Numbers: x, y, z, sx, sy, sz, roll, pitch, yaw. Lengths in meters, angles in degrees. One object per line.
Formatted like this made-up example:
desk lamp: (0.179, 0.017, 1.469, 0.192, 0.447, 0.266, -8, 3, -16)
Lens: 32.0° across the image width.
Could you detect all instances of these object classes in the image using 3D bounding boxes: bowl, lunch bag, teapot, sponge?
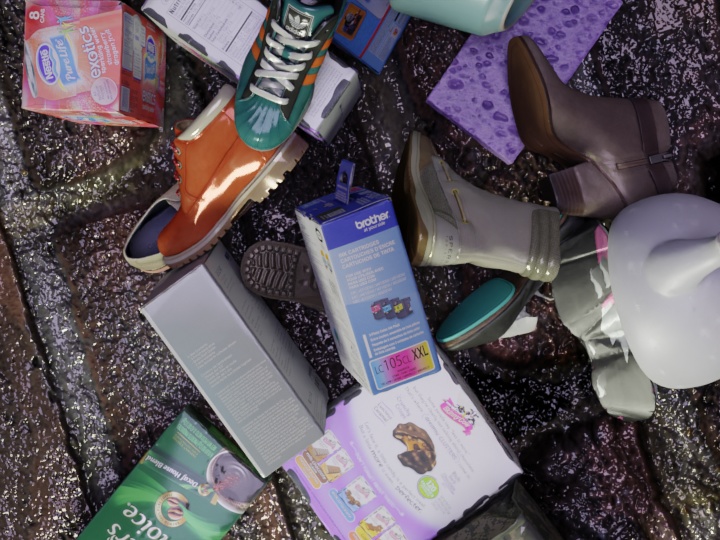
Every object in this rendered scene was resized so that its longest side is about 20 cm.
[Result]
bowl: (0.126, -0.303, 1.185, 0.105, 0.201, 0.202, 37, 94, 8)
lunch bag: (0.126, 0.337, 1.263, 0.199, 0.118, 0.165, -36, 100, 11)
teapot: (0.331, 0.012, 1.182, 0.144, 0.201, 0.199, -16, 116, 27)
sponge: (0.166, -0.223, 1.279, 0.111, 0.030, 0.201, 35, 93, 0)

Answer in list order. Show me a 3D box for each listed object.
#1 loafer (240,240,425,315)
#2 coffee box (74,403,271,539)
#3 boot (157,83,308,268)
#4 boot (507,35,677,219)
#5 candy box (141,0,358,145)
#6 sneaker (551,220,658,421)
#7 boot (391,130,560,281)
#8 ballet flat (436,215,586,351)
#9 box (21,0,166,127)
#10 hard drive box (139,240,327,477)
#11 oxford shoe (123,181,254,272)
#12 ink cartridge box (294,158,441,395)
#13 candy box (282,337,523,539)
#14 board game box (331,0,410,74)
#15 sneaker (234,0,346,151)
loafer: (-0.028, 0.009, 1.284, 0.197, 0.068, 0.077, 18, 95, -14)
coffee box: (-0.200, 0.256, 1.314, 0.123, 0.044, 0.200, 42, 94, 0)
boot: (-0.148, -0.089, 1.190, 0.107, 0.075, 0.200, 39, 120, -13)
boot: (0.235, -0.147, 1.251, 0.144, 0.070, 0.203, -16, 95, -18)
candy box: (-0.099, -0.211, 1.216, 0.199, 0.168, 0.072, 35, 92, 1)
sneaker: (0.251, 0.046, 1.262, 0.079, 0.086, 0.203, -9, 103, 28)
boot: (0.112, -0.062, 1.229, 0.152, 0.201, 0.073, 8, 123, -10)
ballet flat: (0.165, 0.021, 1.270, 0.068, 0.068, 0.200, 43, 89, -21)
box: (-0.253, -0.197, 1.215, 0.093, 0.200, 0.104, 3, 94, 2)
hard drive box: (-0.118, 0.080, 1.233, 0.076, 0.156, 0.201, -34, 98, 5)
oxford shoe: (-0.162, -0.070, 1.280, 0.071, 0.074, 0.200, 44, 93, 3)
ink cartridge box: (0.000, 0.000, 1.182, 0.075, 0.136, 0.203, -21, 103, -10)
candy box: (0.039, 0.190, 1.285, 0.199, 0.072, 0.169, -36, 90, 5)
board game box: (-0.003, -0.296, 1.205, 0.036, 0.199, 0.153, 32, 94, 32)
sneaker: (-0.060, -0.202, 1.082, 0.071, 0.080, 0.202, 23, 92, 1)
